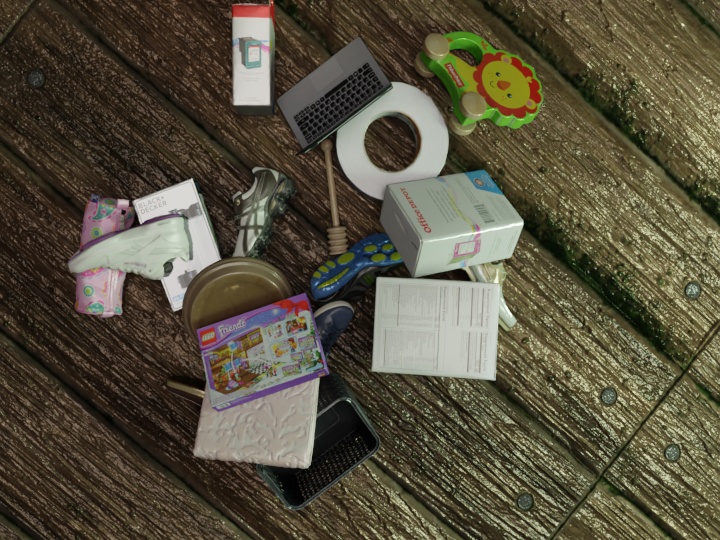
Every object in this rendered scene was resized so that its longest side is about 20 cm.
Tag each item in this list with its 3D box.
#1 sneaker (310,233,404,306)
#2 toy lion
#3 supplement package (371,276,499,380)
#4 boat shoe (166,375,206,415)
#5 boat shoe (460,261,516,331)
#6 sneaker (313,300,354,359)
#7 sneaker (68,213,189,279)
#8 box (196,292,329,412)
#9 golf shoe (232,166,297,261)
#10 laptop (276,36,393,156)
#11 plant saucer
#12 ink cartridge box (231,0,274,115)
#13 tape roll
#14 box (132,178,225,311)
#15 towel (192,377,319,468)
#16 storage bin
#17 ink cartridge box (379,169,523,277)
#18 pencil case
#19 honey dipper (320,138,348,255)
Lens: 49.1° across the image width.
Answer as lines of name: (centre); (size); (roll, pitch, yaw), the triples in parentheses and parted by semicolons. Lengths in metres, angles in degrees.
sneaker: (0.000, 0.000, 1.393); (0.197, 0.083, 0.071); (-28, 60, -16)
toy lion: (0.216, -0.331, 1.369); (0.189, 0.069, 0.202); (-23, 75, -25)
supplement package: (0.127, 0.092, 1.304); (0.195, 0.152, 0.155); (3, 89, 9)
boat shoe: (-0.255, 0.249, 1.388); (0.197, 0.072, 0.073); (24, 91, -12)
boat shoe: (0.226, 0.011, 1.402); (0.068, 0.075, 0.202); (-33, 94, 4)
sneaker: (-0.078, 0.143, 1.369); (0.200, 0.085, 0.075); (-46, 130, 11)
sneaker: (-0.374, -0.022, 1.289); (0.196, 0.075, 0.102); (-19, 100, -14)
box: (-0.162, 0.134, 1.303); (0.196, 0.039, 0.139); (-18, 66, 1)
golf shoe: (-0.192, -0.084, 1.374); (0.093, 0.078, 0.203); (28, 83, 3)
laptop: (-0.050, -0.290, 1.290); (0.186, 0.116, 0.202); (-34, 64, 9)
plant saucer: (-0.208, 0.072, 1.357); (0.195, 0.030, 0.204); (-6, 119, -11)
ink cartridge box: (-0.179, -0.372, 1.330); (0.066, 0.116, 0.205); (0, 93, -3)
tape roll: (0.053, -0.222, 1.381); (0.195, 0.066, 0.206); (0, 94, -3)
box: (-0.306, -0.045, 1.369); (0.114, 0.060, 0.204); (-19, 94, -2)
towel: (-0.167, 0.222, 1.306); (0.195, 0.032, 0.195); (2, 68, 11)
storage bin: (-0.082, 0.294, 1.367); (0.198, 0.094, 0.136); (-36, 117, -4)
ink cartridge box: (0.148, -0.082, 1.324); (0.196, 0.146, 0.086); (-10, 138, -23)
pencil case: (-0.437, -0.025, 1.349); (0.085, 0.087, 0.205); (10, 94, -4)
honey dipper: (-0.049, -0.131, 1.394); (0.037, 0.038, 0.205); (-6, 93, -3)
